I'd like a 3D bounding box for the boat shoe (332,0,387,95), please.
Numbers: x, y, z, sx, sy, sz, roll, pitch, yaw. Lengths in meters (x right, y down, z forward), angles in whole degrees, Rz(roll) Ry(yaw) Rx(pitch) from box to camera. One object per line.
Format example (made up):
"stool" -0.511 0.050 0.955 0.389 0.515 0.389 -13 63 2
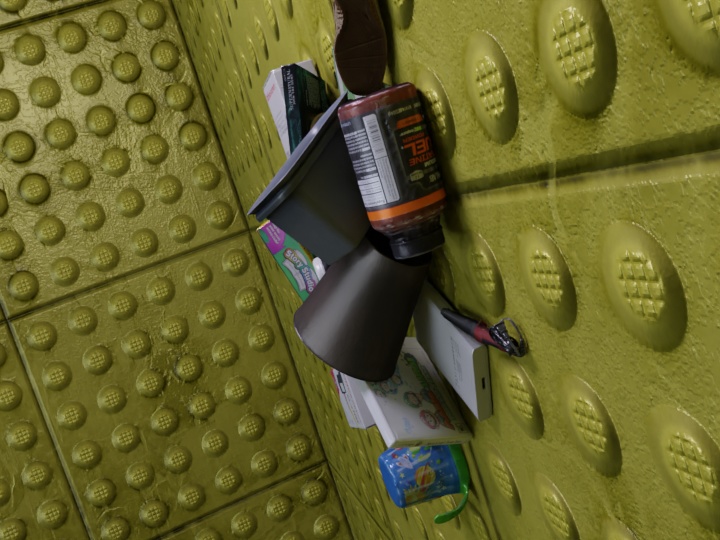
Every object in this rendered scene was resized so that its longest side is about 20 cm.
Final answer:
"boat shoe" -0.003 -0.328 0.973 0.073 0.070 0.204 -79 -19 -51

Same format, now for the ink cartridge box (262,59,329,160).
"ink cartridge box" -0.101 -0.263 1.392 0.146 0.081 0.205 179 71 -76

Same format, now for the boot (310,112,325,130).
"boot" -0.019 -0.151 1.198 0.201 0.071 0.157 -119 6 -53

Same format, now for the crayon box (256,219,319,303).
"crayon box" -0.096 -0.015 1.343 0.202 0.058 0.173 57 -170 -9

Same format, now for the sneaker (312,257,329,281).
"sneaker" 0.000 0.000 1.263 0.074 0.110 0.200 67 -170 20

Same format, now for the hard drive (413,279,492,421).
"hard drive" 0.129 0.107 1.115 0.201 0.026 0.134 -127 22 -53

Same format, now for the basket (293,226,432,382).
"basket" 0.015 0.034 1.114 0.178 0.136 0.202 31 123 4

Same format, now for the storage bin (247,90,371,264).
"storage bin" -0.042 -0.111 1.030 0.134 0.202 0.145 41 146 -12

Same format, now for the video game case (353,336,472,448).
"video game case" 0.069 0.184 1.193 0.024 0.179 0.202 -50 51 29

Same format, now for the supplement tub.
"supplement tub" 0.047 -0.122 0.953 0.107 0.105 0.205 -161 52 -73

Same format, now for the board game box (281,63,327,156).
"board game box" -0.083 -0.223 1.256 0.135 0.027 0.206 -4 -92 -72

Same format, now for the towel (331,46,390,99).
"towel" 0.014 -0.229 1.113 0.201 0.023 0.155 -127 21 -48

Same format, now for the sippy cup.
"sippy cup" 0.104 0.343 1.325 0.177 0.128 0.143 -150 41 -69

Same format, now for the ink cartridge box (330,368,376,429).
"ink cartridge box" 0.003 0.276 1.737 0.200 0.081 0.149 135 115 -76

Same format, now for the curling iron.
"curling iron" 0.152 0.070 0.967 0.051 0.025 0.200 67 167 -15
